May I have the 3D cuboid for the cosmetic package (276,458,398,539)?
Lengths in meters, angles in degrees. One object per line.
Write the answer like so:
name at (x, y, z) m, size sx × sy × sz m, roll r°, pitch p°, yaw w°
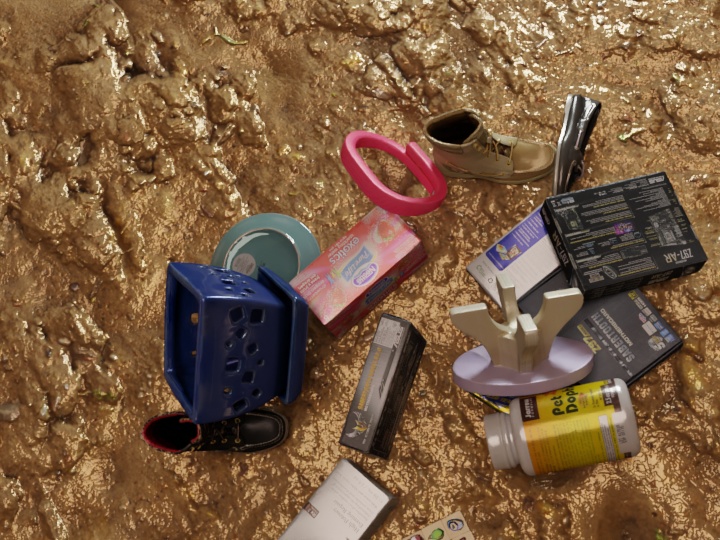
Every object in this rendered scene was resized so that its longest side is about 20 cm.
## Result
cosmetic package at (-0.045, 0.391, 1.487) m, size 0.102 × 0.074 × 0.200 m, roll 37°, pitch 85°, yaw 20°

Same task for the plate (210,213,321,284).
plate at (-0.162, -0.003, 1.647) m, size 0.200 × 0.026 × 0.201 m, roll -3°, pitch 76°, yaw 13°

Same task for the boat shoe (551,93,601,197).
boat shoe at (0.335, -0.192, 1.536) m, size 0.057 × 0.067 × 0.200 m, roll 8°, pitch 61°, yaw 13°

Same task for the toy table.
toy table at (0.225, 0.092, 1.394) m, size 0.200 × 0.184 × 0.117 m, roll -14°, pitch 116°, yaw -12°

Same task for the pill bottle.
pill bottle at (0.276, 0.219, 1.365) m, size 0.200 × 0.109 × 0.109 m, roll -13°, pitch 73°, yaw 11°

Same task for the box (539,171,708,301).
box at (0.388, -0.052, 1.471) m, size 0.200 × 0.044 × 0.160 m, roll -14°, pitch 65°, yaw -10°

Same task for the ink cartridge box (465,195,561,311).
ink cartridge box at (0.270, -0.031, 1.541) m, size 0.200 × 0.037 × 0.095 m, roll -40°, pitch 69°, yaw 4°

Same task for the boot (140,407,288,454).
boot at (-0.225, 0.247, 1.525) m, size 0.200 × 0.151 × 0.073 m, roll 1°, pitch 84°, yaw 16°

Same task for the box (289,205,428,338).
box at (0.000, 0.000, 1.561) m, size 0.200 × 0.103 × 0.095 m, roll -41°, pitch 70°, yaw -3°

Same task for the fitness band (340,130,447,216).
fitness band at (0.051, -0.156, 1.575) m, size 0.143 × 0.037 × 0.200 m, roll -8°, pitch 46°, yaw -33°

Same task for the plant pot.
plant pot at (-0.188, 0.100, 1.501) m, size 0.179 × 0.200 × 0.200 m, roll -3°, pitch 107°, yaw -24°

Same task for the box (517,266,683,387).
box at (0.355, 0.081, 1.481) m, size 0.158 × 0.051 × 0.200 m, roll -37°, pitch 69°, yaw 3°

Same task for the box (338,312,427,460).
box at (0.036, 0.177, 1.479) m, size 0.048 × 0.158 × 0.200 m, roll 17°, pitch 80°, yaw 15°

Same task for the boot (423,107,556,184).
boot at (0.203, -0.194, 1.537) m, size 0.200 × 0.155 × 0.073 m, roll 5°, pitch 76°, yaw 14°

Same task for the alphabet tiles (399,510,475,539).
alphabet tiles at (0.118, 0.481, 1.457) m, size 0.167 × 0.008 × 0.200 m, roll -28°, pitch 71°, yaw 5°

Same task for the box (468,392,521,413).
box at (0.251, 0.200, 1.469) m, size 0.200 × 0.064 × 0.070 m, roll 33°, pitch 85°, yaw 19°
